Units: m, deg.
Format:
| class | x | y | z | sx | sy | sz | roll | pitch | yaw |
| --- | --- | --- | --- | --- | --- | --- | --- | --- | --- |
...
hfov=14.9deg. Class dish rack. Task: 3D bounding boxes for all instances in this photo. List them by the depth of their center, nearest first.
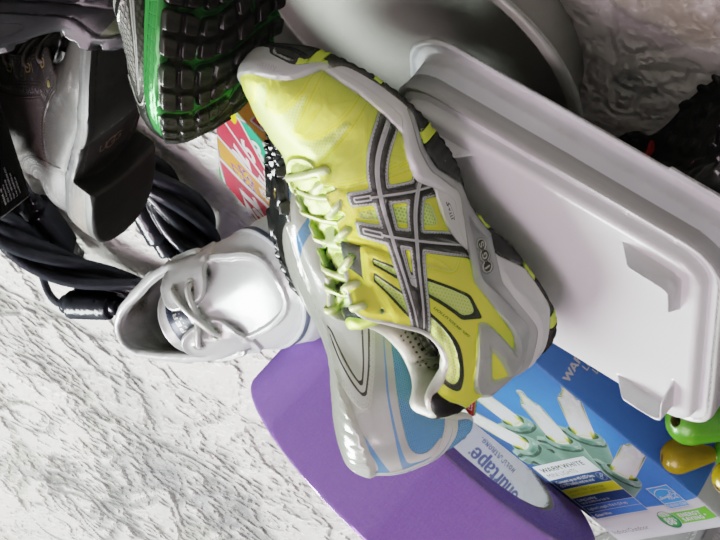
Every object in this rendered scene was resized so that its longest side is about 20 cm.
| class | x | y | z | sx | sy | sz | roll | pitch | yaw |
| --- | --- | --- | --- | --- | --- | --- | --- | --- | --- |
| dish rack | 0.094 | -0.009 | 1.290 | 0.200 | 0.044 | 0.172 | 32 | 156 | 22 |

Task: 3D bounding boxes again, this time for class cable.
| class | x | y | z | sx | sy | sz | roll | pitch | yaw |
| --- | --- | --- | --- | --- | --- | --- | --- | --- | --- |
| cable | -0.153 | -0.027 | 1.599 | 0.163 | 0.051 | 0.200 | 16 | 149 | 23 |

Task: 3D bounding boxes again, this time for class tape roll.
| class | x | y | z | sx | sy | sz | roll | pitch | yaw |
| --- | --- | --- | --- | --- | --- | --- | --- | --- | --- |
| tape roll | 0.035 | 0.105 | 1.513 | 0.200 | 0.066 | 0.200 | 40 | -170 | -9 |

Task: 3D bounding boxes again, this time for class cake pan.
| class | x | y | z | sx | sy | sz | roll | pitch | yaw |
| --- | --- | --- | --- | --- | --- | --- | --- | --- | --- |
| cake pan | 0.020 | -0.111 | 1.315 | 0.200 | 0.037 | 0.200 | 22 | 152 | 12 |

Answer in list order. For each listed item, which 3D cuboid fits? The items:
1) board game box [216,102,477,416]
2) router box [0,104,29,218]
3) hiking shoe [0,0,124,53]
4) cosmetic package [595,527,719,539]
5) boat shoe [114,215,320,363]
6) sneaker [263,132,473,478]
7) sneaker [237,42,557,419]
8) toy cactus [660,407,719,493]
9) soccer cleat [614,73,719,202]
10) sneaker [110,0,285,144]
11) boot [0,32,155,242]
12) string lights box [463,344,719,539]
| class | x | y | z | sx | sy | sz | roll | pitch | yaw |
| --- | --- | --- | --- | --- | --- | --- | --- | --- | --- |
| board game box | -0.007 | -0.009 | 1.429 | 0.200 | 0.030 | 0.096 | 46 | 160 | 20 |
| router box | -0.256 | -0.125 | 1.423 | 0.149 | 0.051 | 0.200 | 31 | 148 | 35 |
| hiking shoe | -0.176 | -0.153 | 1.296 | 0.076 | 0.200 | 0.101 | -143 | 49 | -67 |
| cosmetic package | 0.179 | 0.206 | 1.624 | 0.090 | 0.107 | 0.200 | 34 | 150 | -9 |
| boat shoe | -0.075 | 0.021 | 1.477 | 0.074 | 0.065 | 0.200 | 64 | 154 | 1 |
| sneaker | 0.000 | 0.000 | 1.340 | 0.072 | 0.072 | 0.200 | 128 | 125 | -79 |
| sneaker | 0.009 | -0.018 | 1.257 | 0.200 | 0.076 | 0.075 | 50 | 157 | -14 |
| toy cactus | 0.256 | 0.100 | 1.420 | 0.200 | 0.102 | 0.165 | 40 | 131 | -16 |
| soccer cleat | 0.163 | -0.038 | 1.279 | 0.073 | 0.068 | 0.200 | 32 | 156 | -15 |
| sneaker | -0.089 | -0.156 | 1.253 | 0.085 | 0.078 | 0.200 | 12 | 112 | 43 |
| boot | -0.187 | -0.117 | 1.459 | 0.174 | 0.069 | 0.200 | 33 | 136 | 22 |
| string lights box | 0.111 | 0.063 | 1.497 | 0.200 | 0.059 | 0.103 | 39 | 153 | -18 |
